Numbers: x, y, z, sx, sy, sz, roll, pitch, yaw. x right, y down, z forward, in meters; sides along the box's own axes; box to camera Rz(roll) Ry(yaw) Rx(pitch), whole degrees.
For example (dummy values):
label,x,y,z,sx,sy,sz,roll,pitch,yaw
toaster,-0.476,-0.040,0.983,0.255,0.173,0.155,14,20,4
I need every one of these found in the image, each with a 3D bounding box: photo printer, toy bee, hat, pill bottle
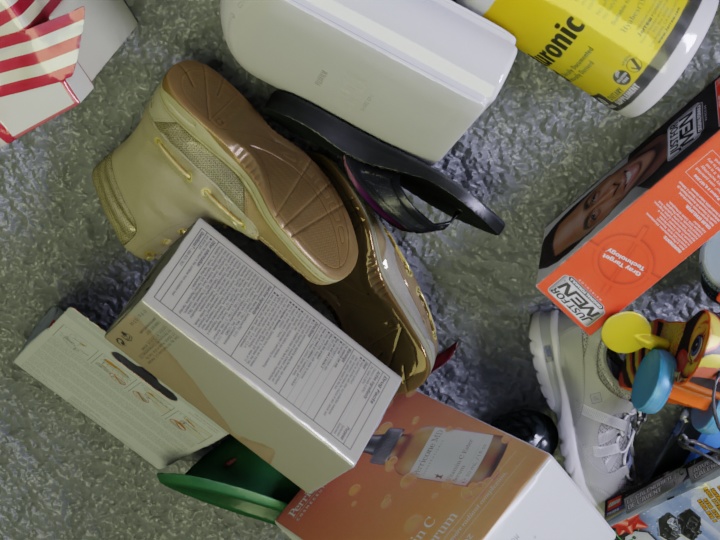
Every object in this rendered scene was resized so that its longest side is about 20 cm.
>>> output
label,x,y,z,sx,sy,sz,roll,pitch,yaw
photo printer,-0.005,-0.160,1.110,0.200,0.070,0.166,28,164,-6
toy bee,0.252,0.064,1.134,0.131,0.200,0.109,17,98,-31
hat,-0.051,0.123,1.334,0.199,0.166,0.177,18,76,-6
pill bottle,0.135,-0.201,1.083,0.200,0.111,0.111,32,119,-7

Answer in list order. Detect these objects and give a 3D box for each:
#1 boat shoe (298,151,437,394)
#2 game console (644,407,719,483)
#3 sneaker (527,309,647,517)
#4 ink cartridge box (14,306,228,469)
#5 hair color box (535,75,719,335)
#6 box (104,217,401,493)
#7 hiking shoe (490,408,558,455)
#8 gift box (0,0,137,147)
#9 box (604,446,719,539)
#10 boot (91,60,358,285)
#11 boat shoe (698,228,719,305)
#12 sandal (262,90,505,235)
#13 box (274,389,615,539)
label,x,y,z,sx,sy,sz,roll,pitch,yaw
boat shoe,0.000,0.000,1.240,0.074,0.066,0.201,-24,91,21
game console,0.351,0.153,1.224,0.200,0.119,0.171,26,154,-5
sneaker,0.199,0.119,1.263,0.082,0.075,0.200,-15,114,18
ink cartridge box,-0.186,0.083,1.274,0.162,0.050,0.200,38,151,-10
hair color box,0.221,-0.052,1.153,0.061,0.102,0.200,41,116,-11
box,-0.078,0.066,1.178,0.200,0.095,0.078,40,142,-9
hiking shoe,0.122,0.195,1.331,0.086,0.075,0.200,18,126,-18
gift box,-0.279,-0.188,1.123,0.200,0.187,0.185,-29,110,24
box,0.303,0.234,1.249,0.137,0.040,0.200,-30,111,25
boot,-0.108,-0.043,1.209,0.200,0.073,0.155,46,133,-4
boat shoe,0.325,-0.054,1.157,0.200,0.091,0.071,-40,78,0
sandal,0.012,-0.067,1.180,0.200,0.075,0.048,28,85,2
box,0.060,0.194,1.185,0.152,0.200,0.106,-50,124,-14
